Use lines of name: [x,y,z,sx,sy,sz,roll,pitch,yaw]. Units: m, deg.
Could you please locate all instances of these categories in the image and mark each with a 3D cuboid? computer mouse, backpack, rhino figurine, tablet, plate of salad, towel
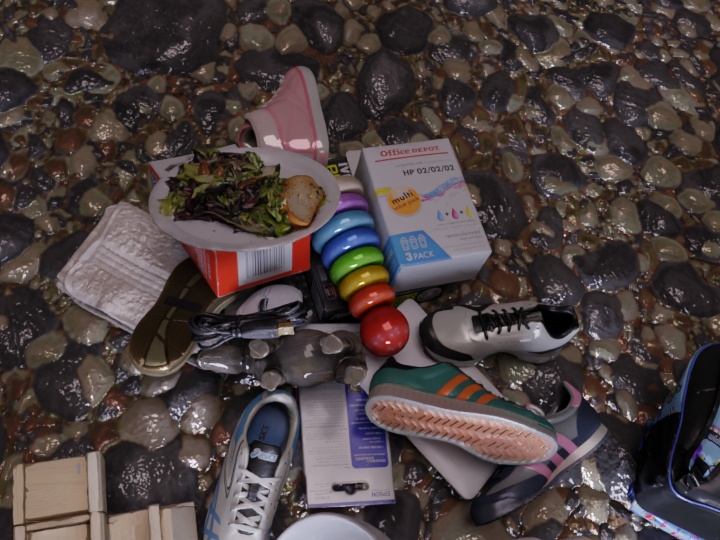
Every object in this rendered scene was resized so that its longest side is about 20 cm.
computer mouse: [-0.098,0.040,0.776,0.108,0.200,0.045,-11,92,4]
backpack: [0.401,0.192,0.827,0.181,0.135,0.202,24,60,2]
rhino figurine: [-0.087,0.092,0.780,0.197,0.087,0.061,-2,89,8]
tablet: [0.085,0.137,0.838,0.200,0.014,0.130,46,54,6]
plate of salad: [-0.119,-0.086,0.779,0.197,0.049,0.201,0,38,0]
towel: [-0.225,0.012,0.850,0.198,0.035,0.134,26,61,2]

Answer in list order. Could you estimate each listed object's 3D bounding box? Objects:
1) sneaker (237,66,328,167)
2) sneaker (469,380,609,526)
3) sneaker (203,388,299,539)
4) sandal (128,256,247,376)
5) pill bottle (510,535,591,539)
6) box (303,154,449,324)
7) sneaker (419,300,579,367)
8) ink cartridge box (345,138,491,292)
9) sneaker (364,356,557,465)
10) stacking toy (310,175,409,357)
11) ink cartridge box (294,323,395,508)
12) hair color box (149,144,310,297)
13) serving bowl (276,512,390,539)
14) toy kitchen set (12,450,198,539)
sneaker: [-0.103,-0.192,0.940,0.103,0.076,0.202,-3,44,-12]
sneaker: [0.179,0.194,0.815,0.199,0.070,0.083,-27,80,-32]
sneaker: [-0.107,0.212,0.746,0.071,0.073,0.202,14,61,-6]
sandal: [-0.173,0.045,0.790,0.079,0.055,0.201,17,41,10]
pill bottle: [0.135,0.319,0.715,0.197,0.114,0.115,-7,63,-15]
box: [-0.001,-0.046,0.922,0.158,0.044,0.202,-12,65,-17]
sneaker: [0.160,0.062,0.862,0.197,0.080,0.075,0,62,-23]
ink cartridge box: [0.062,-0.084,0.891,0.114,0.068,0.202,-9,63,-17]
sneaker: [0.107,0.135,0.779,0.197,0.072,0.080,16,41,3]
stacking toy: [0.000,0.000,0.829,0.084,0.086,0.202,-18,70,-20]
ink cartridge box: [-0.020,0.154,0.816,0.093,0.037,0.202,1,60,-12]
hair color box: [-0.148,-0.062,0.840,0.110,0.065,0.200,-17,42,-26]
serving bowl: [-0.011,0.318,0.663,0.065,0.199,0.203,18,51,-45]
toy kitchen set: [-0.217,0.245,0.641,0.161,0.181,0.203,-5,67,-15]
